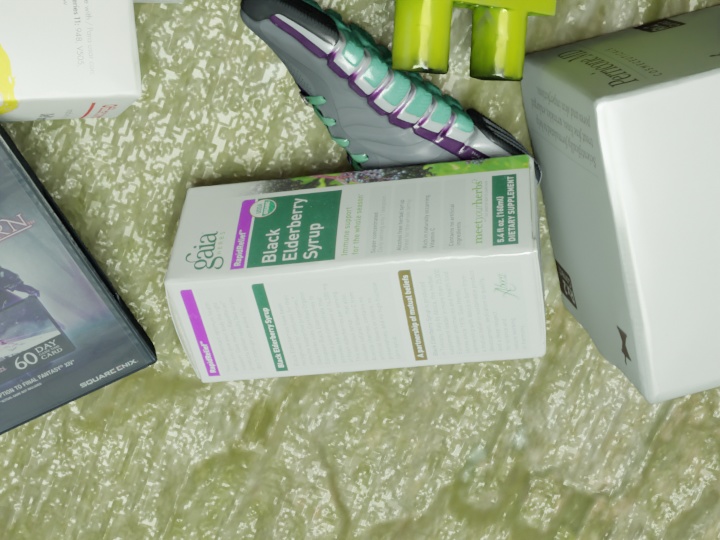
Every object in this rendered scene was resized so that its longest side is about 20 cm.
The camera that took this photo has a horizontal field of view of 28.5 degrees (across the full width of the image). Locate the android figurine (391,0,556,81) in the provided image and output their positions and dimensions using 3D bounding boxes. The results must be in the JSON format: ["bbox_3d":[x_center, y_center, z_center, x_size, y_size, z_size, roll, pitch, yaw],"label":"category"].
[{"bbox_3d":[0.061,-0.202,0.741,0.181,0.041,0.202,0,99,-43],"label":"android figurine"}]

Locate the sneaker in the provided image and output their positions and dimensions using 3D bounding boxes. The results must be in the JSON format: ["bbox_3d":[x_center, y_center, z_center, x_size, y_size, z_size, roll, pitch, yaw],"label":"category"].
[{"bbox_3d":[0.004,-0.076,0.793,0.199,0.075,0.088,33,105,-15],"label":"sneaker"}]

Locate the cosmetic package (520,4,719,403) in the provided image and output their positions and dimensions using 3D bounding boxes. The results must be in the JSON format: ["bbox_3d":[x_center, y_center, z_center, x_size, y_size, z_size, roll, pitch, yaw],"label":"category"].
[{"bbox_3d":[0.211,-0.051,0.775,0.198,0.165,0.167,-14,107,-4],"label":"cosmetic package"}]

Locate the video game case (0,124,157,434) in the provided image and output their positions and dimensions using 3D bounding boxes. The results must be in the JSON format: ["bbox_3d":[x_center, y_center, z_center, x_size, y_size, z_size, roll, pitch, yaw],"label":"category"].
[{"bbox_3d":[-0.209,0.017,0.742,0.142,0.019,0.201,-25,140,1],"label":"video game case"}]

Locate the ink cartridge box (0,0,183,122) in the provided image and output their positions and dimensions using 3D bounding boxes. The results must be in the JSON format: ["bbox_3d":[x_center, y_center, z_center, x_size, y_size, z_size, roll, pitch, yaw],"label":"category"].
[{"bbox_3d":[-0.178,-0.111,0.720,0.198,0.117,0.068,-5,93,-15],"label":"ink cartridge box"}]

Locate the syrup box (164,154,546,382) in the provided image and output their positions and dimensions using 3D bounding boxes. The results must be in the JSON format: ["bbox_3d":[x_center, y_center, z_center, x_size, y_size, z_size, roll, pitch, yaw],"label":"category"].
[{"bbox_3d":[0.000,0.000,0.775,0.198,0.079,0.082,-4,132,9],"label":"syrup box"}]
